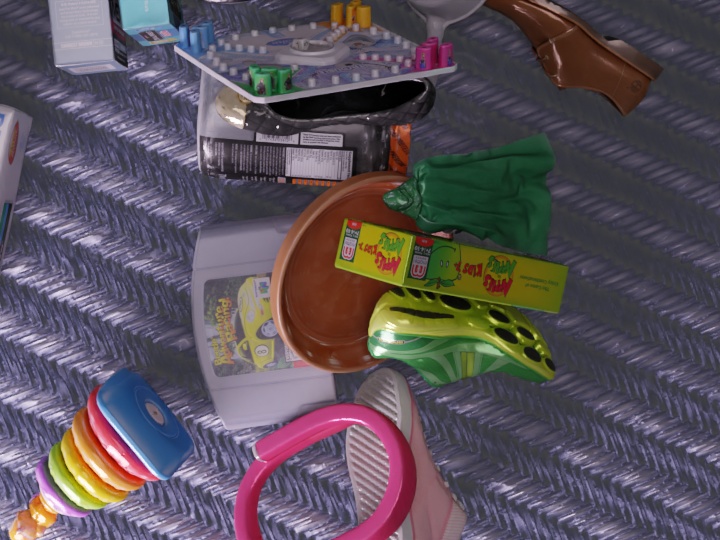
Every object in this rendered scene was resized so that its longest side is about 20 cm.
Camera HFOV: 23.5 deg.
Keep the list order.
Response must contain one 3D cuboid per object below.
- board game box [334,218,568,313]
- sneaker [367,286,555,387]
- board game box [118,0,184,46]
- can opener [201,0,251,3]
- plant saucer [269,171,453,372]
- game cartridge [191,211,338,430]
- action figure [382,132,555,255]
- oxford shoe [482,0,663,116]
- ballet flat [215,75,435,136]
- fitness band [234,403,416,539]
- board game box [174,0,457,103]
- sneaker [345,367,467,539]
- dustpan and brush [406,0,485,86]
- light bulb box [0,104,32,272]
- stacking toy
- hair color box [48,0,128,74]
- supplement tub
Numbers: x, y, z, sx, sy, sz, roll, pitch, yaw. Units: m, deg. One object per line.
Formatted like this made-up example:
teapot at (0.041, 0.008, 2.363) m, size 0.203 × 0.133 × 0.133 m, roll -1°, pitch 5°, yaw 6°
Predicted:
board game box at (0.086, -0.004, 1.603) m, size 0.199 × 0.101 × 0.048 m, roll 10°, pitch 94°, yaw -39°
sneaker at (0.096, 0.070, 1.669) m, size 0.198 × 0.074 × 0.084 m, roll 16°, pitch 130°, yaw -20°
board game box at (-0.205, -0.319, 1.612) m, size 0.046 × 0.151 × 0.202 m, roll -7°, pitch 92°, yaw 0°
can opener at (-0.073, -0.309, 1.661) m, size 0.198 × 0.064 × 0.079 m, roll -7°, pitch 135°, yaw 7°
plant saucer at (0.000, 0.000, 1.636) m, size 0.199 × 0.032 × 0.202 m, roll -18°, pitch 123°, yaw -29°
game cartridge at (-0.097, 0.050, 1.685) m, size 0.132 × 0.041 × 0.202 m, roll -8°, pitch 92°, yaw 3°
action figure at (0.100, -0.070, 1.622) m, size 0.199 × 0.054 × 0.119 m, roll -3°, pitch 88°, yaw -42°
oxford shoe at (0.191, -0.216, 1.667) m, size 0.199 × 0.071 × 0.072 m, roll 32°, pitch 100°, yaw -1°
ballet flat at (-0.031, -0.160, 1.548) m, size 0.198 × 0.057 × 0.067 m, roll -4°, pitch 73°, yaw -3°
fitness band at (-0.037, 0.209, 1.641) m, size 0.199 × 0.037 × 0.145 m, roll -29°, pitch 59°, yaw 21°
board game box at (-0.044, -0.203, 1.569) m, size 0.198 × 0.200 × 0.026 m, roll -12°, pitch 115°, yaw -25°
sneaker at (0.047, 0.200, 1.680) m, size 0.075 × 0.104 × 0.202 m, roll -22°, pitch 61°, yaw 38°
dustpan and brush at (0.074, -0.266, 1.660) m, size 0.139 × 0.057 × 0.202 m, roll 15°, pitch 92°, yaw 29°
light bulb box at (-0.430, -0.075, 1.629) m, size 0.198 × 0.125 × 0.200 m, roll 12°, pitch 91°, yaw -2°
stacking toy at (-0.267, 0.196, 1.664) m, size 0.200 × 0.116 × 0.110 m, roll -40°, pitch 92°, yaw 14°
hair color box at (-0.263, -0.292, 1.638) m, size 0.060 × 0.099 × 0.202 m, roll -6°, pitch 92°, yaw -1°
supplement tub at (-0.052, -0.143, 1.635) m, size 0.198 × 0.123 × 0.124 m, roll 4°, pitch 92°, yaw -2°
